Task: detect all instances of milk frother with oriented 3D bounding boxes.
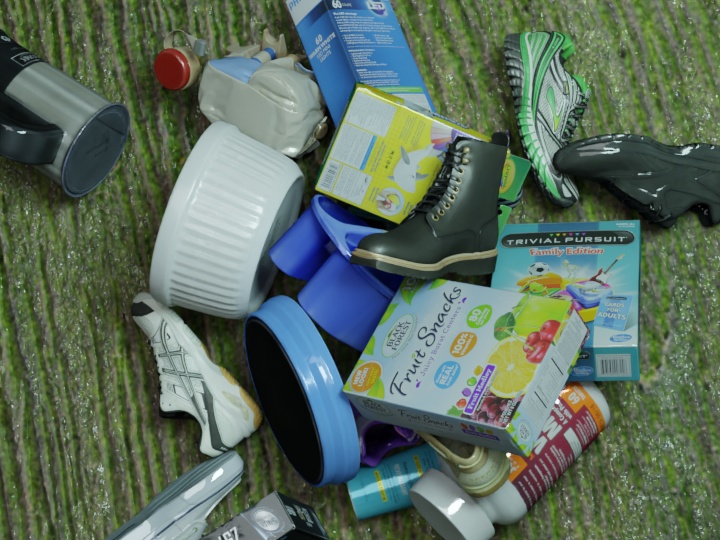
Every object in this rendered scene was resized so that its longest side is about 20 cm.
[{"bbox_3d":[-0.392,-0.134,1.842,0.187,0.180,0.202,32,128,17],"label":"milk frother"}]

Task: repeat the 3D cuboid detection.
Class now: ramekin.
[{"bbox_3d":[-0.135,-0.044,1.724,0.104,0.200,0.202,21,82,6],"label":"ramekin"}]

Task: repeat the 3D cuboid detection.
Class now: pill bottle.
[{"bbox_3d":[0.147,0.180,1.633,0.109,0.110,0.200,41,74,17],"label":"pill bottle"}]

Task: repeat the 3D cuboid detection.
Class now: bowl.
[{"bbox_3d":[-0.063,0.126,1.664,0.039,0.201,0.202,-21,72,-19],"label":"bowl"}]

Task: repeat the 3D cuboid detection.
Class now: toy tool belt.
[{"bbox_3d":[-0.116,-0.202,1.808,0.198,0.123,0.126,27,121,21],"label":"toy tool belt"}]

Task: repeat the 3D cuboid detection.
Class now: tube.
[{"bbox_3d":[0.083,0.204,1.699,0.198,0.050,0.078,-18,84,-1],"label":"tube"}]

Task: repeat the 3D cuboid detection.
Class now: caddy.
[{"bbox_3d":[0.000,0.000,1.684,0.105,0.200,0.142,-41,58,12],"label":"caddy"}]

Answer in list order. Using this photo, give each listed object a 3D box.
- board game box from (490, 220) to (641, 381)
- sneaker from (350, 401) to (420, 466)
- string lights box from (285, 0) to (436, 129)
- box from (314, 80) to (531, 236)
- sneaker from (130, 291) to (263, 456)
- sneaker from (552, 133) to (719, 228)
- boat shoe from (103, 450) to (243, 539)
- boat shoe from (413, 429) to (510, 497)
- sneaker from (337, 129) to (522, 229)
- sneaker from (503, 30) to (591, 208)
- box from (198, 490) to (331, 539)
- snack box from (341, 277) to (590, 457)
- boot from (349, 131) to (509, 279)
[{"bbox_3d":[0.206,0.028,1.648,0.149,0.047,0.201,-2,38,11],"label":"board game box"},{"bbox_3d":[0.054,0.131,1.687,0.199,0.081,0.089,-37,41,6],"label":"sneaker"},{"bbox_3d":[0.005,-0.220,1.773,0.059,0.102,0.202,-38,67,43],"label":"string lights box"},{"bbox_3d":[0.065,-0.102,1.683,0.198,0.048,0.118,23,104,-6],"label":"box"},{"bbox_3d":[-0.195,0.112,1.758,0.088,0.076,0.200,-41,72,-4],"label":"sneaker"},{"bbox_3d":[0.293,-0.091,1.682,0.197,0.076,0.092,6,87,-7],"label":"sneaker"},{"bbox_3d":[-0.196,0.271,1.737,0.199,0.074,0.067,-36,102,0],"label":"boat shoe"},{"bbox_3d":[0.075,0.133,1.587,0.073,0.063,0.201,-34,45,3],"label":"boat shoe"},{"bbox_3d":[0.072,-0.100,1.762,0.197,0.075,0.089,-5,66,0],"label":"sneaker"},{"bbox_3d":[0.205,-0.164,1.736,0.084,0.078,0.203,-10,75,9],"label":"sneaker"},{"bbox_3d":[-0.139,0.301,1.661,0.199,0.160,0.044,-32,72,2],"label":"box"},{"bbox_3d":[0.097,0.085,1.538,0.198,0.053,0.143,10,59,41],"label":"snack box"},{"bbox_3d":[0.069,-0.068,1.593,0.077,0.199,0.140,17,103,34],"label":"boot"}]
